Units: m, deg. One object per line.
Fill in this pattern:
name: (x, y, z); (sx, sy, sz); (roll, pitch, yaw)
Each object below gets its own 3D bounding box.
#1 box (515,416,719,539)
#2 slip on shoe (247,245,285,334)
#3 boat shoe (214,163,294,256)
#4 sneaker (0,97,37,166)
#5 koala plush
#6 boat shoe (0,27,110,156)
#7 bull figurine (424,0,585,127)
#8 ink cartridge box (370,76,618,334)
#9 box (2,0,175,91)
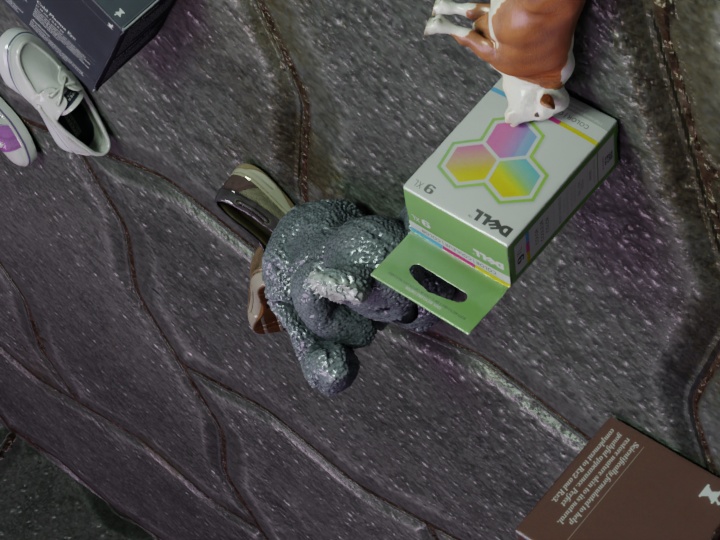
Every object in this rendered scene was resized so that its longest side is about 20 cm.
box: (0.276, 0.291, 1.663); (0.164, 0.166, 0.200); (30, 153, 32)
slip on shoe: (-0.102, 0.021, 1.981); (0.200, 0.076, 0.061); (87, 173, -70)
boat shoe: (-0.082, -0.028, 1.845); (0.200, 0.065, 0.072); (48, 156, -11)
sneaker: (-0.533, -0.198, 2.253); (0.201, 0.114, 0.073); (52, 155, -22)
koala plush: (0.000, 0.000, 1.630); (0.184, 0.177, 0.200); (55, 161, -1)
boat shoe: (-0.361, -0.213, 2.006); (0.065, 0.074, 0.200); (19, 157, 37)
bull figurine: (0.113, -0.186, 1.225); (0.121, 0.065, 0.200); (18, 149, 2)
ink cartridge box: (0.103, -0.058, 1.303); (0.104, 0.200, 0.059); (31, 157, 27)
box: (-0.285, -0.306, 1.654); (0.200, 0.104, 0.182); (46, 159, -4)
